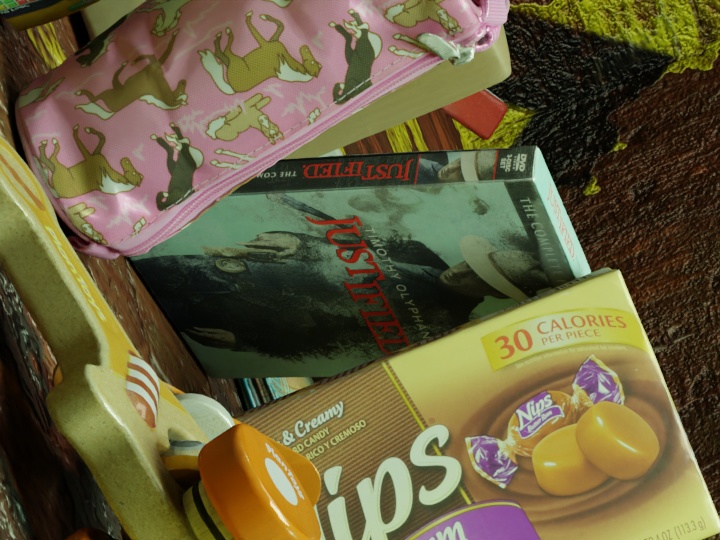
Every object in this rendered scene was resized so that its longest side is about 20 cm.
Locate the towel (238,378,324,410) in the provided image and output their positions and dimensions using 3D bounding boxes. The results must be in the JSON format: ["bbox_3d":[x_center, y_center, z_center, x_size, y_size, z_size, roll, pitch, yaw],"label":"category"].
[{"bbox_3d":[-0.041,0.052,1.301,0.200,0.022,0.147,45,26,-75],"label":"towel"}]

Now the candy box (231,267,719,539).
[{"bbox_3d":[0.033,0.088,0.994,0.056,0.200,0.117,21,48,-89],"label":"candy box"}]

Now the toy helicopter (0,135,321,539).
[{"bbox_3d":[-0.080,0.036,0.820,0.200,0.079,0.132,58,11,12],"label":"toy helicopter"}]

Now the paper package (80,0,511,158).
[{"bbox_3d":[-0.031,-0.131,1.214,0.200,0.190,0.104,39,30,-75],"label":"paper package"}]

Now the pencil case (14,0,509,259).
[{"bbox_3d":[-0.041,-0.083,0.958,0.083,0.200,0.087,53,13,-29],"label":"pencil case"}]

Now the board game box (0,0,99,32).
[{"bbox_3d":[-0.168,-0.217,0.957,0.165,0.057,0.200,48,22,-68],"label":"board game box"}]

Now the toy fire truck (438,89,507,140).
[{"bbox_3d":[-0.016,-0.157,1.407,0.200,0.112,0.168,32,5,-45],"label":"toy fire truck"}]

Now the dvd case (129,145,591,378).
[{"bbox_3d":[0.000,0.000,1.056,0.146,0.200,0.022,62,31,-50],"label":"dvd case"}]

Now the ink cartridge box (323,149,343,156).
[{"bbox_3d":[-0.014,-0.015,1.400,0.200,0.067,0.116,56,1,10],"label":"ink cartridge box"}]
